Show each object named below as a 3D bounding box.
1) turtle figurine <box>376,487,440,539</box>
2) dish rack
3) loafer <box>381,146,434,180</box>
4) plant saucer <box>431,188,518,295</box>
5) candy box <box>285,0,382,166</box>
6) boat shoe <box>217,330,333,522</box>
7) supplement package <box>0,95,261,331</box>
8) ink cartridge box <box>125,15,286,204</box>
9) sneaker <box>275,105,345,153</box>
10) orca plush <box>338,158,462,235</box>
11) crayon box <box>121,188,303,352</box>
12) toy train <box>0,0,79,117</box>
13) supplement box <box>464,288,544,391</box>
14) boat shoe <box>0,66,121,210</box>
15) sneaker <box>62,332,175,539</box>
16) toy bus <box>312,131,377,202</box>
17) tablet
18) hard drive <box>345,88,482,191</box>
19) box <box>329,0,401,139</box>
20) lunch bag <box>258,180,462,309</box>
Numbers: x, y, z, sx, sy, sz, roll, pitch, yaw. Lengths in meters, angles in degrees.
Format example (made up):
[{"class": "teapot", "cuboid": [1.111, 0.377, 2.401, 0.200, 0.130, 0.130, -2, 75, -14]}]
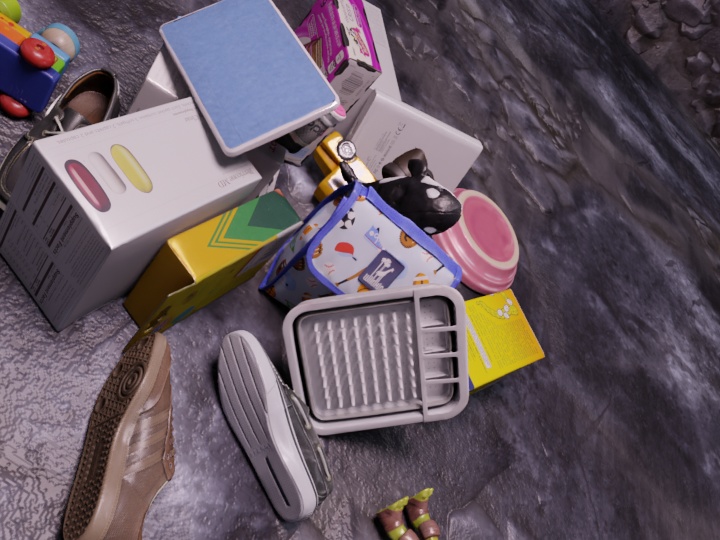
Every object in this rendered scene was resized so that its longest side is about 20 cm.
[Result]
[{"class": "turtle figurine", "cuboid": [0.088, 0.333, 0.743, 0.196, 0.065, 0.164, -7, 59, -36]}, {"class": "dish rack", "cuboid": [0.019, 0.093, 0.738, 0.194, 0.176, 0.044, -8, 28, -1]}, {"class": "loafer", "cuboid": [0.083, -0.113, 0.977, 0.073, 0.071, 0.200, 49, -4, 16]}, {"class": "plant saucer", "cuboid": [0.202, -0.059, 1.137, 0.197, 0.051, 0.205, 25, 47, -29]}, {"class": "candy box", "cuboid": [-0.064, -0.262, 0.914, 0.060, 0.199, 0.140, 10, 53, -37]}, {"class": "boat shoe", "cuboid": [-0.090, 0.158, 0.706, 0.070, 0.071, 0.205, -16, 84, -56]}, {"class": "supplement package", "cuboid": [-0.224, -0.062, 0.656, 0.112, 0.155, 0.199, 51, 40, 0]}, {"class": "ink cartridge box", "cuboid": [-0.172, -0.170, 0.804, 0.197, 0.125, 0.131, 30, 45, -23]}, {"class": "sneaker", "cuboid": [-0.098, -0.205, 0.748, 0.201, 0.087, 0.074, 52, 9, 31]}, {"class": "orca plush", "cuboid": [0.028, -0.091, 0.808, 0.070, 0.108, 0.199, -1, 30, -42]}, {"class": "crayon box", "cuboid": [-0.162, -0.004, 0.696, 0.051, 0.127, 0.199, 51, 40, 2]}, {"class": "toy train", "cuboid": [-0.399, -0.262, 0.696, 0.198, 0.085, 0.117, 33, 34, -21]}, {"class": "supplement box", "cuboid": [0.144, 0.111, 0.918, 0.197, 0.108, 0.112, -10, 69, -46]}, {"class": "boat shoe", "cuboid": [-0.312, -0.139, 0.695, 0.071, 0.068, 0.203, 31, 48, -14]}, {"class": "sneaker", "cuboid": [-0.203, 0.158, 0.606, 0.076, 0.069, 0.204, 44, 41, -38]}, {"class": "toy bus", "cuboid": [0.000, -0.092, 0.943, 0.078, 0.065, 0.201, -41, 93, -15]}, {"class": "tablet", "cuboid": [-0.118, -0.211, 0.689, 0.128, 0.014, 0.202, -26, 64, -12]}, {"class": "hard drive", "cuboid": [0.073, -0.178, 1.023, 0.196, 0.133, 0.027, 19, 34, -26]}, {"class": "box", "cuboid": [-0.023, -0.317, 1.049, 0.096, 0.124, 0.205, 13, 53, -35]}, {"class": "lunch bag", "cuboid": [0.000, 0.000, 0.787, 0.169, 0.199, 0.126, 37, 49, -17]}]
